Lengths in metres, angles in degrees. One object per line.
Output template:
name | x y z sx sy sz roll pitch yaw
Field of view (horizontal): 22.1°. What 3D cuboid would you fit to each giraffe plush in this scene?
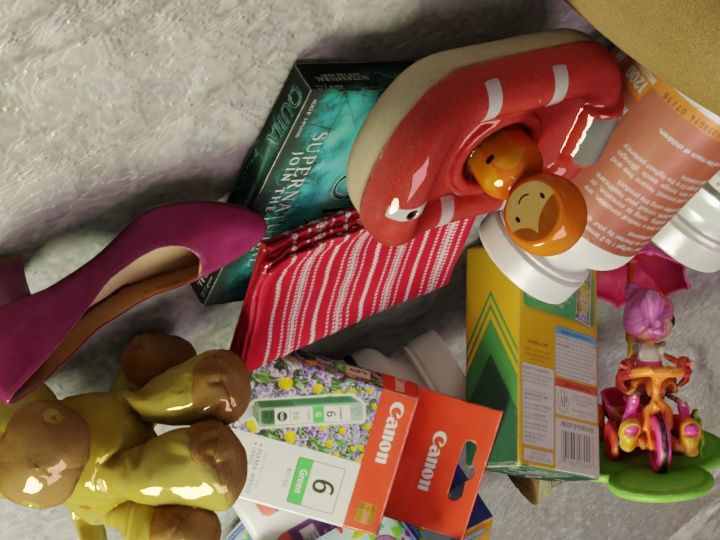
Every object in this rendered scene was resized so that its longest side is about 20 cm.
giraffe plush | -0.192 0.113 1.221 0.162 0.173 0.200 18 159 -41

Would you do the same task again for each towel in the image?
towel | 0.000 0.000 1.267 0.200 0.023 0.145 -23 152 -30

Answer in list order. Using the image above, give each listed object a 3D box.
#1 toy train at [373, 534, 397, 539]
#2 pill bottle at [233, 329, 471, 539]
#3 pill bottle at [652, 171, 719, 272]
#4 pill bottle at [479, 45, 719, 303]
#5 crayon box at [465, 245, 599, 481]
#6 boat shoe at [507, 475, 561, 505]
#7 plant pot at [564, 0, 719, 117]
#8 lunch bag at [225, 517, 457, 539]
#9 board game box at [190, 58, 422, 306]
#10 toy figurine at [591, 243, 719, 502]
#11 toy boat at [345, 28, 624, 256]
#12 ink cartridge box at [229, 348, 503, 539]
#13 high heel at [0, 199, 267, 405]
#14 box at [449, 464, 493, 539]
toy train | 0.004 0.240 1.378 0.200 0.056 0.150 -11 160 22
pill bottle | -0.010 0.129 1.420 0.200 0.112 0.111 -29 150 -4
pill bottle | 0.294 -0.099 1.359 0.116 0.116 0.200 2 136 -45
pill bottle | 0.177 -0.073 1.292 0.112 0.112 0.200 8 131 -49
crayon box | 0.134 0.057 1.422 0.051 0.201 0.126 -7 166 35
boat shoe | 0.166 0.142 1.653 0.063 0.073 0.200 -32 157 -15
plant pot | 0.228 -0.175 1.103 0.186 0.200 0.187 -24 150 -15
lunch bag | -0.018 0.236 1.527 0.200 0.161 0.082 -47 156 26
board game box | -0.020 -0.058 1.216 0.135 0.028 0.200 -7 143 -36
toy figurine | 0.224 0.070 1.485 0.150 0.185 0.200 -5 -169 -3
toy boat | 0.092 -0.063 1.153 0.200 0.131 0.131 -16 146 -31
ink cartridge box | -0.006 0.127 1.329 0.050 0.199 0.109 -86 -167 -81
high heel | -0.142 0.022 1.134 0.200 0.096 0.067 -18 147 -12
box | 0.064 0.211 1.602 0.041 0.119 0.200 -22 149 -20
